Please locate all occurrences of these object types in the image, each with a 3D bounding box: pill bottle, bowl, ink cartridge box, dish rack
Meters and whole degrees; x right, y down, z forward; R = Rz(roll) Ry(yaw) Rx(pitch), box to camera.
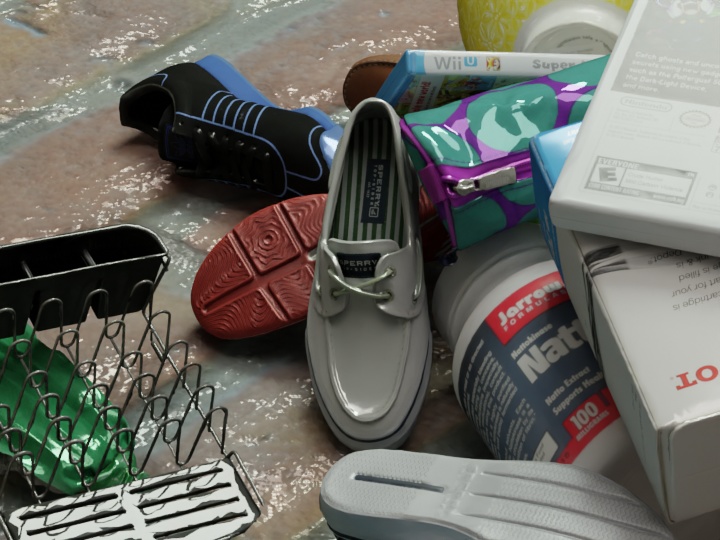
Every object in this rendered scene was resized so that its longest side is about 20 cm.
[{"bbox_3d":[0.118,0.064,1.187,0.119,0.120,0.200,-10,38,-22],"label":"pill bottle"},{"bbox_3d":[0.151,-0.156,1.433,0.198,0.201,0.108,12,37,8],"label":"bowl"},{"bbox_3d":[0.183,0.007,1.073,0.145,0.086,0.201,-16,50,-3],"label":"ink cartridge box"},{"bbox_3d":[-0.142,0.070,1.128,0.152,0.055,0.201,-12,50,-28],"label":"dish rack"}]

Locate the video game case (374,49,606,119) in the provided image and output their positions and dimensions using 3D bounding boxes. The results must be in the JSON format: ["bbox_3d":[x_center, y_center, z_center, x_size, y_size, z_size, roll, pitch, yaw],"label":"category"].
[{"bbox_3d":[0.111,-0.104,1.322,0.198,0.143,0.018,0,79,-11],"label":"video game case"}]

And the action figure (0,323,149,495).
[{"bbox_3d":[-0.191,0.074,1.183,0.199,0.055,0.118,32,41,22],"label":"action figure"}]

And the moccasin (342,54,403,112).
[{"bbox_3d":[0.065,-0.081,1.432,0.201,0.074,0.077,38,37,24],"label":"moccasin"}]

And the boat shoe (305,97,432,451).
[{"bbox_3d":[0.000,0.000,1.223,0.073,0.067,0.202,-5,70,8],"label":"boat shoe"}]

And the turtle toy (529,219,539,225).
[{"bbox_3d":[0.165,-0.035,1.306,0.199,0.102,0.146,30,-14,-17],"label":"turtle toy"}]

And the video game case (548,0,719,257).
[{"bbox_3d":[0.213,-0.075,1.068,0.198,0.023,0.183,11,52,20],"label":"video game case"}]

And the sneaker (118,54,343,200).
[{"bbox_3d":[-0.079,-0.079,1.408,0.077,0.071,0.200,-23,37,-31],"label":"sneaker"}]

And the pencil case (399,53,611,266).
[{"bbox_3d":[0.126,-0.073,1.197,0.198,0.086,0.092,-17,16,2],"label":"pencil case"}]

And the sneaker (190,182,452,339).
[{"bbox_3d":[-0.004,-0.007,1.325,0.199,0.116,0.079,-29,68,0],"label":"sneaker"}]

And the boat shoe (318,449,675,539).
[{"bbox_3d":[0.073,0.139,1.088,0.199,0.071,0.072,12,47,34],"label":"boat shoe"}]
